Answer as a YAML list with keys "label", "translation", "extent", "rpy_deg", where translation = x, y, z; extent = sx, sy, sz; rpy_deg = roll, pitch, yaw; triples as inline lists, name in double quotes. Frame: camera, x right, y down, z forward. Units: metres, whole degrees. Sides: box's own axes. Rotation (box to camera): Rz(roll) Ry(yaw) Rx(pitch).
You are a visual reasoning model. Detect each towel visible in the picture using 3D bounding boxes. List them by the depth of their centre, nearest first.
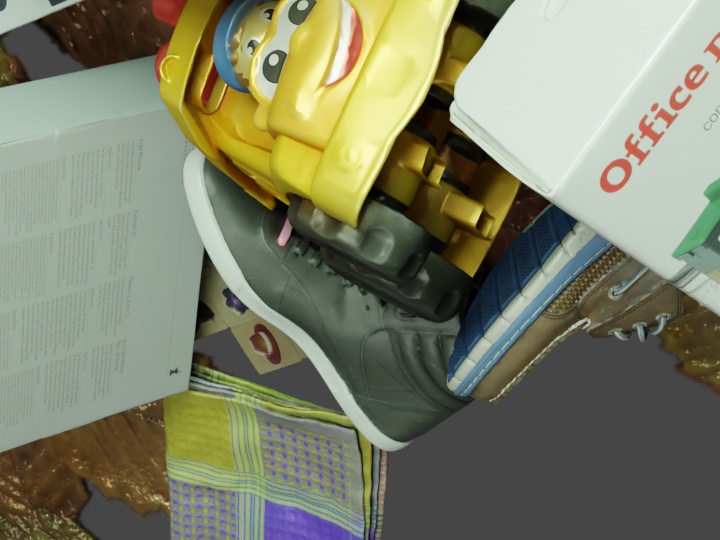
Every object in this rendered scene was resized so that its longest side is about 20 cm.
- label: "towel"
  translation: [-0.056, 0.148, 1.033]
  extent: [0.142, 0.023, 0.202]
  rpy_deg: [15, 126, 16]

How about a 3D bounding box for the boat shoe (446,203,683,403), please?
- label: "boat shoe"
  translation: [0.118, -0.004, 0.792]
  extent: [0.072, 0.072, 0.200]
  rpy_deg: [35, 113, -11]

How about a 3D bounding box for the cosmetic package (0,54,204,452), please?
- label: "cosmetic package"
  translation: [-0.155, -0.004, 0.892]
  extent: [0.052, 0.150, 0.201]
  rpy_deg: [46, 139, 39]

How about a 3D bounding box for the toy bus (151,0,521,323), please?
- label: "toy bus"
  translation: [-0.021, -0.083, 0.752]
  extent: [0.191, 0.200, 0.137]
  rpy_deg: [27, 86, 17]

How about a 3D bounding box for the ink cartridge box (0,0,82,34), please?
- label: "ink cartridge box"
  translation: [-0.125, -0.157, 0.817]
  extent: [0.199, 0.100, 0.039]
  rpy_deg: [-16, 112, 32]

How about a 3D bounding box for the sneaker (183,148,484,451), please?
- label: "sneaker"
  translation: [0.000, 0.000, 0.874]
  extent: [0.099, 0.071, 0.200]
  rpy_deg: [-26, 114, 34]

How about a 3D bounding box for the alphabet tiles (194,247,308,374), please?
- label: "alphabet tiles"
  translation: [-0.047, -0.028, 0.924]
  extent: [0.199, 0.006, 0.167]
  rpy_deg: [-20, 111, 34]

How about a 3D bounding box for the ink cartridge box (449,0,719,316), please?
- label: "ink cartridge box"
  translation: [0.155, -0.060, 0.664]
  extent: [0.199, 0.084, 0.147]
  rpy_deg: [29, 102, -36]
